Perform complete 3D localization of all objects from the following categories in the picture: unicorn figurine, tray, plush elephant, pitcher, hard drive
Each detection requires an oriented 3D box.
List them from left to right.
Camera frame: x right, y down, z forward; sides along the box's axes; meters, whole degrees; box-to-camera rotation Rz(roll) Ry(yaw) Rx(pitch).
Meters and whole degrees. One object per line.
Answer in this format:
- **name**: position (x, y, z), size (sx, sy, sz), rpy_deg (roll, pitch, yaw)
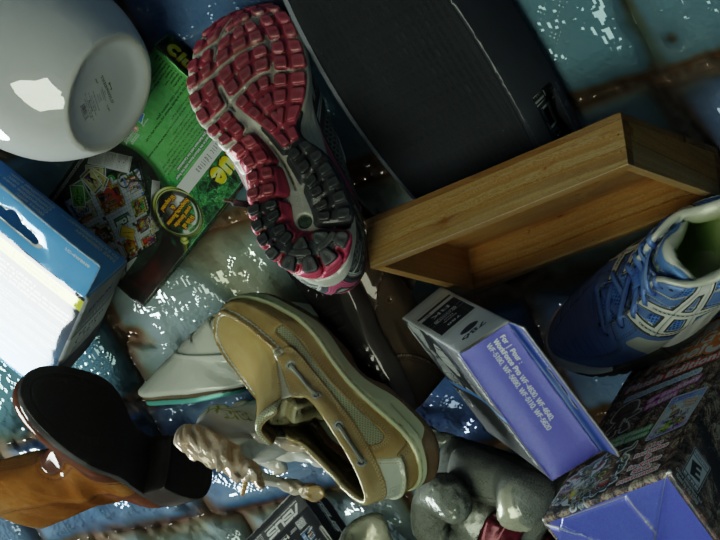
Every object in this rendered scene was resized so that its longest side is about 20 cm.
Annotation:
- **pitcher**: position (-0.230, -0.131, 1.417), size (0.199, 0.121, 0.172), rpy_deg (24, 151, 32)
- **unicorn figurine**: position (-0.062, 0.120, 1.474), size (0.137, 0.074, 0.200), rpy_deg (12, 170, 28)
- **hard drive**: position (0.038, -0.129, 1.294), size (0.134, 0.042, 0.201), rpy_deg (-22, 108, 40)
- **plush elephant**: position (0.070, 0.196, 1.414), size (0.199, 0.164, 0.156), rpy_deg (18, 89, 39)
- **tray**: position (0.109, -0.038, 1.280), size (0.199, 0.098, 0.037), rpy_deg (-23, 65, 39)

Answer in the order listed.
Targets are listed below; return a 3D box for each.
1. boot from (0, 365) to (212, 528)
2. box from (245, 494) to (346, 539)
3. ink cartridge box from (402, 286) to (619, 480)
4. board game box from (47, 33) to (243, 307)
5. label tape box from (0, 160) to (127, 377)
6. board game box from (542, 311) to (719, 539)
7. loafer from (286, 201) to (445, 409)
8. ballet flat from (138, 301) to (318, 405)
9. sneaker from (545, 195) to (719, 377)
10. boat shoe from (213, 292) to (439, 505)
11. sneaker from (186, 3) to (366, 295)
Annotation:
- **boot**: position (-0.241, 0.136, 1.602), size (0.199, 0.069, 0.188), rpy_deg (-13, 153, 39)
- **box**: position (-0.063, 0.284, 1.530), size (0.200, 0.049, 0.161), rpy_deg (-46, 54, 11)
- **ink cartridge box**: position (0.086, 0.068, 1.281), size (0.100, 0.039, 0.200), rpy_deg (53, 174, -11)
- **board game box**: position (-0.142, -0.064, 1.462), size (0.105, 0.023, 0.200), rpy_deg (44, 133, 0)
- **label tape box**: position (-0.242, -0.015, 1.502), size (0.143, 0.066, 0.200), rpy_deg (38, 144, 4)
- **board game box**: position (0.221, 0.136, 1.259), size (0.097, 0.200, 0.160), rpy_deg (-27, 105, 40)
- **loafer**: position (0.000, 0.000, 1.398), size (0.073, 0.071, 0.201), rpy_deg (-13, 102, 61)
- **ballet flat**: position (-0.070, 0.055, 1.482), size (0.199, 0.070, 0.070), rpy_deg (-6, 118, 29)
- **sneaker**: position (0.182, 0.000, 1.258), size (0.200, 0.077, 0.076), rpy_deg (-33, 57, 34)
- **boat shoe**: position (-0.040, 0.082, 1.371), size (0.200, 0.076, 0.072), rpy_deg (34, 137, 37)
- **sneaker**: position (-0.051, -0.075, 1.321), size (0.080, 0.075, 0.201), rpy_deg (-21, 67, 9)
